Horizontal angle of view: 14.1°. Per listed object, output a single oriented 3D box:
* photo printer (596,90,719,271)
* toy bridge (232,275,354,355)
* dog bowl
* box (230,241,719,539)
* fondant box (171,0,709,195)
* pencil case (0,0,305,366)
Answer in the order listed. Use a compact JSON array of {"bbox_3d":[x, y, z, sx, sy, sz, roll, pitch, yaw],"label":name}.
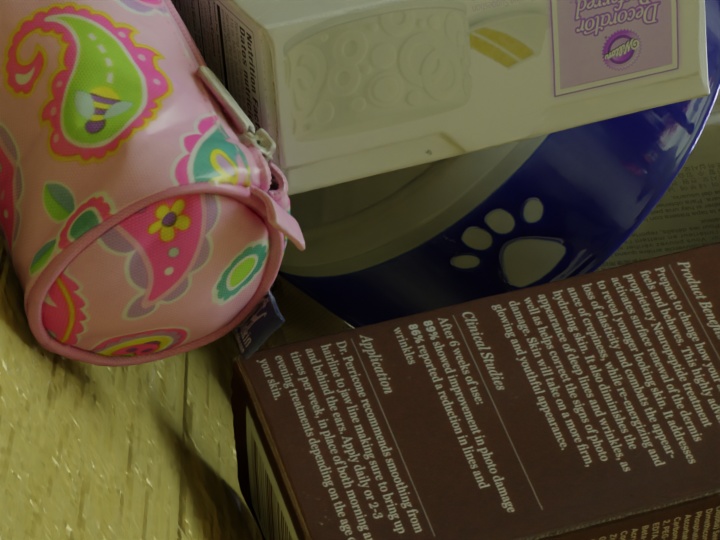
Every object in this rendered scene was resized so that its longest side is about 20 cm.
[{"bbox_3d":[0.135,-0.024,1.213,0.200,0.166,0.070,61,29,-49],"label":"photo printer"},{"bbox_3d":[-0.011,0.026,1.107,0.067,0.027,0.200,35,15,8],"label":"toy bridge"},{"bbox_3d":[0.035,-0.074,1.062,0.079,0.200,0.200,37,19,-33],"label":"dog bowl"},{"bbox_3d":[0.068,0.060,0.916,0.075,0.200,0.100,89,-16,-47],"label":"box"},{"bbox_3d":[0.002,-0.100,0.930,0.200,0.144,0.058,-132,-147,-56],"label":"fondant box"},{"bbox_3d":[-0.085,-0.066,0.857,0.200,0.087,0.087,64,8,32],"label":"pencil case"}]
